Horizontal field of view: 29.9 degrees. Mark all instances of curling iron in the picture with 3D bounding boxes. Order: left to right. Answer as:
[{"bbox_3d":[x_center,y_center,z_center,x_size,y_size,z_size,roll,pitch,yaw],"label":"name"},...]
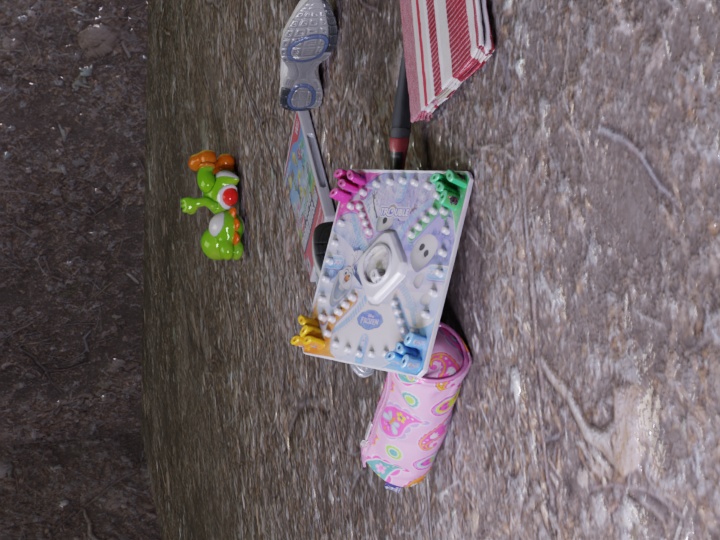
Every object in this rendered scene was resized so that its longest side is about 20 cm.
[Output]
[{"bbox_3d":[0.050,-0.134,1.415,0.026,0.049,0.203,144,126,-70],"label":"curling iron"}]

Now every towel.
[{"bbox_3d":[0.082,-0.243,1.307,0.200,0.022,0.146,142,125,-69],"label":"towel"}]

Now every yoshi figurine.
[{"bbox_3d":[-0.260,-0.104,2.416,0.112,0.111,0.203,84,174,-71],"label":"yoshi figurine"}]

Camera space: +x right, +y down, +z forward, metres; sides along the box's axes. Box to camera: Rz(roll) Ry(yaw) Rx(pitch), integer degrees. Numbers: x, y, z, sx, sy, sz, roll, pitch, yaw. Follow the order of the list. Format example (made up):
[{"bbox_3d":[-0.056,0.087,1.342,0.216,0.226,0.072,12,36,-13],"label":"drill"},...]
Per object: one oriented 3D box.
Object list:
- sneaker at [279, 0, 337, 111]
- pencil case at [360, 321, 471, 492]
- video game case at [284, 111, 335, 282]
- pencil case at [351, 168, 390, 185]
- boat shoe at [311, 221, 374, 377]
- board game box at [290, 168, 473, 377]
[{"bbox_3d":[-0.078,-0.298,1.771,0.201,0.073,0.088,112,155,-56],"label":"sneaker"},{"bbox_3d":[0.053,0.140,1.386,0.201,0.086,0.088,106,155,-48],"label":"pencil case"},{"bbox_3d":[-0.072,-0.107,1.887,0.144,0.017,0.202,106,155,-51],"label":"video game case"},{"bbox_3d":[0.029,-0.004,1.444,0.086,0.077,0.203,-22,70,49],"label":"pencil case"},{"bbox_3d":[-0.016,0.030,1.629,0.065,0.073,0.204,113,142,-50],"label":"boat shoe"},{"bbox_3d":[0.016,-0.006,1.347,0.199,0.026,0.203,6,80,52],"label":"board game box"}]
